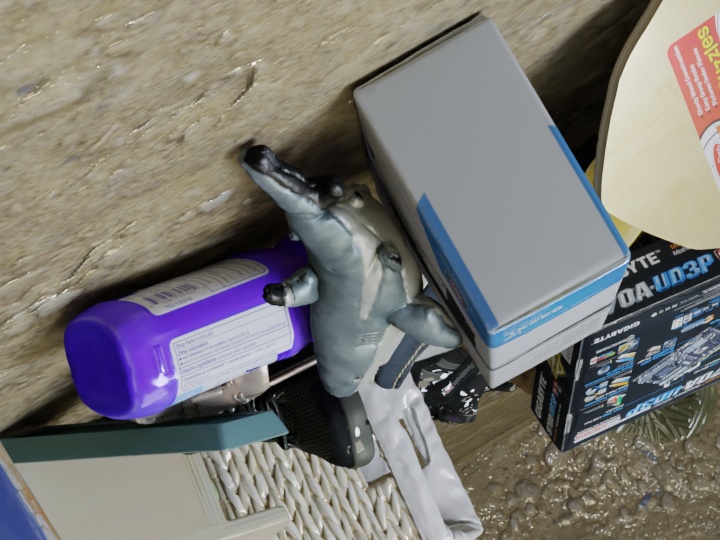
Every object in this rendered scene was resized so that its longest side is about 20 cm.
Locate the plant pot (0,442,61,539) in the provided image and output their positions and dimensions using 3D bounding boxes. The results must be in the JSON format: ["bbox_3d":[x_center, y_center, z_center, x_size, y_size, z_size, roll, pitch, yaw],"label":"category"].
[{"bbox_3d":[-0.259,0.171,0.842,0.180,0.200,0.200,-39,165,15],"label":"plant pot"}]

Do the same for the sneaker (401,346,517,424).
[{"bbox_3d":[0.072,0.118,1.650,0.199,0.088,0.076,-27,168,-15],"label":"sneaker"}]

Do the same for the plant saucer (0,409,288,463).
[{"bbox_3d":[-0.146,0.106,1.069,0.199,0.019,0.070,-8,180,32],"label":"plant saucer"}]

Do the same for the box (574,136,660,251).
[{"bbox_3d":[0.189,-0.021,1.321,0.148,0.107,0.200,-19,164,-43],"label":"box"}]

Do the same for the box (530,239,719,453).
[{"bbox_3d":[0.219,0.034,1.163,0.199,0.046,0.159,-23,149,-14],"label":"box"}]

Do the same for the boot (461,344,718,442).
[{"bbox_3d":[0.186,0.073,1.450,0.174,0.200,0.067,6,108,-30],"label":"boot"}]

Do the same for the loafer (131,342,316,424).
[{"bbox_3d":[-0.060,0.043,1.050,0.199,0.063,0.072,-28,134,-27],"label":"loafer"}]

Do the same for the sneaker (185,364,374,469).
[{"bbox_3d":[-0.068,0.094,1.111,0.114,0.077,0.199,-19,-157,-21],"label":"sneaker"}]

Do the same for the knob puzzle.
[{"bbox_3d":[0.214,-0.100,0.985,0.218,0.030,0.221,-11,117,-21],"label":"knob puzzle"}]

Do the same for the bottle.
[{"bbox_3d":[-0.070,0.025,0.973,0.199,0.066,0.083,-21,-168,-38],"label":"bottle"}]

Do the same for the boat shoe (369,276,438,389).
[{"bbox_3d":[0.067,0.007,1.114,0.201,0.062,0.075,-60,-178,24],"label":"boat shoe"}]

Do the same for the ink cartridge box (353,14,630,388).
[{"bbox_3d":[0.070,-0.028,0.916,0.083,0.146,0.200,-30,168,-2],"label":"ink cartridge box"}]

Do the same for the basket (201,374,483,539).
[{"bbox_3d":[-0.016,0.166,1.391,0.160,0.199,0.200,-27,169,9],"label":"basket"}]

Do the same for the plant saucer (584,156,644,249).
[{"bbox_3d":[0.204,-0.084,1.097,0.200,0.048,0.200,-46,172,-19],"label":"plant saucer"}]

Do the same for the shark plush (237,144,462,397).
[{"bbox_3d":[-0.013,0.004,0.901,0.083,0.091,0.200,-32,154,1],"label":"shark plush"}]

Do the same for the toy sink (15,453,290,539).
[{"bbox_3d":[-0.175,0.178,1.236,0.199,0.113,0.130,-12,160,-34],"label":"toy sink"}]
